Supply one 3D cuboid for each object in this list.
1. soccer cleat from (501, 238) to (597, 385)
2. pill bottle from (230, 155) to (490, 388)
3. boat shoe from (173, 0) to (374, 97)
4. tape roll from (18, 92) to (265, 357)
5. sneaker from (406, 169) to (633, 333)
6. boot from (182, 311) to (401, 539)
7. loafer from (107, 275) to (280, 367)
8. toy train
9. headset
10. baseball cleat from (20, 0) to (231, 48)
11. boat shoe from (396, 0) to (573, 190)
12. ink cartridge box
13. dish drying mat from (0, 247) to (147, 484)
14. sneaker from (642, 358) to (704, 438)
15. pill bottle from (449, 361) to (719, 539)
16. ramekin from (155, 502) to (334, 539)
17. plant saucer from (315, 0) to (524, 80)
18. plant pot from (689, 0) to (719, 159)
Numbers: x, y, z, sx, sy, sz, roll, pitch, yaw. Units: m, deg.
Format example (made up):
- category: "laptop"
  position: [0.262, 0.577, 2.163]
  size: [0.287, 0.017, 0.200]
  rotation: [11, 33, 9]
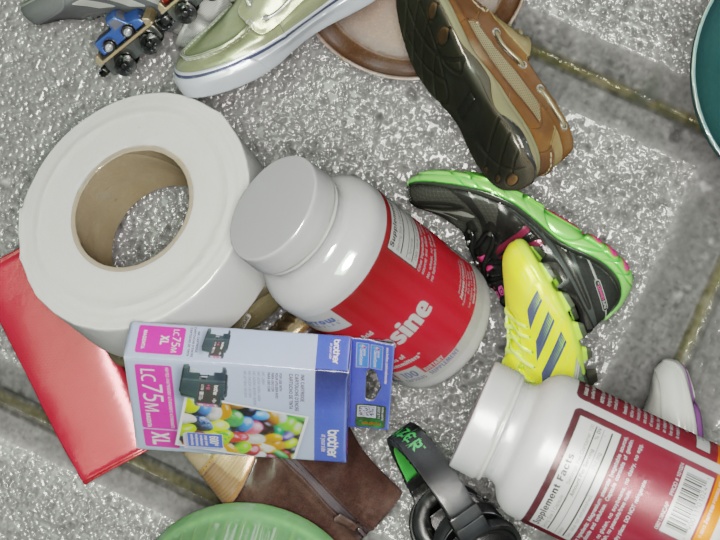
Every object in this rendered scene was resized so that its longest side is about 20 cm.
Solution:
- category: "soccer cleat"
  position: [0.136, 0.067, 1.134]
  size: [0.083, 0.065, 0.202]
  rotation: [-20, 123, 4]
- category: "pill bottle"
  position: [0.000, 0.000, 1.101]
  size: [0.199, 0.112, 0.113]
  rotation: [35, 95, -38]
- category: "boat shoe"
  position: [-0.066, -0.209, 1.141]
  size: [0.199, 0.072, 0.062]
  rotation: [-33, 126, -3]
- category: "tape roll"
  position: [-0.166, -0.035, 1.150]
  size: [0.200, 0.071, 0.205]
  rotation: [-7, 66, 17]
- category: "sneaker"
  position: [0.120, -0.017, 1.166]
  size: [0.199, 0.077, 0.084]
  rotation: [31, 90, 5]
- category: "boot"
  position: [-0.029, 0.128, 1.198]
  size: [0.166, 0.072, 0.201]
  rotation: [38, 93, -9]
- category: "loafer"
  position: [-0.114, 0.027, 1.184]
  size: [0.198, 0.067, 0.077]
  rotation: [-26, 58, 10]
- category: "toy train"
  position: [-0.137, -0.221, 1.140]
  size: [0.199, 0.034, 0.046]
  rotation: [-37, 111, 17]
- category: "headset"
  position: [0.093, 0.203, 1.159]
  size: [0.093, 0.123, 0.202]
  rotation: [-31, 104, -10]
- category: "baseball cleat"
  position: [-0.176, -0.215, 1.191]
  size: [0.198, 0.070, 0.107]
  rotation: [-17, 107, 16]
- category: "boat shoe"
  position: [0.097, -0.158, 1.141]
  size: [0.073, 0.076, 0.202]
  rotation: [-23, 80, -27]
- category: "ink cartridge box"
  position: [-0.074, 0.094, 1.103]
  size: [0.197, 0.120, 0.042]
  rotation: [2, 49, -1]
- category: "dish drying mat"
  position: [-0.244, 0.073, 1.228]
  size: [0.076, 0.018, 0.202]
  rotation: [-27, 88, 4]
- category: "sneaker"
  position: [0.215, 0.167, 1.162]
  size: [0.098, 0.075, 0.203]
  rotation: [11, 92, 3]
- category: "pill bottle"
  position: [0.172, 0.147, 1.077]
  size: [0.198, 0.113, 0.114]
  rotation: [25, 93, 5]
- category: "ramekin"
  position: [-0.095, 0.295, 1.154]
  size: [0.197, 0.098, 0.203]
  rotation: [2, 108, 6]
- category: "plant saucer"
  position: [0.041, -0.254, 1.188]
  size: [0.197, 0.034, 0.203]
  rotation: [0, 92, 4]
- category: "plant pot"
  position: [0.343, -0.147, 1.114]
  size: [0.197, 0.135, 0.203]
  rotation: [0, 92, 5]
